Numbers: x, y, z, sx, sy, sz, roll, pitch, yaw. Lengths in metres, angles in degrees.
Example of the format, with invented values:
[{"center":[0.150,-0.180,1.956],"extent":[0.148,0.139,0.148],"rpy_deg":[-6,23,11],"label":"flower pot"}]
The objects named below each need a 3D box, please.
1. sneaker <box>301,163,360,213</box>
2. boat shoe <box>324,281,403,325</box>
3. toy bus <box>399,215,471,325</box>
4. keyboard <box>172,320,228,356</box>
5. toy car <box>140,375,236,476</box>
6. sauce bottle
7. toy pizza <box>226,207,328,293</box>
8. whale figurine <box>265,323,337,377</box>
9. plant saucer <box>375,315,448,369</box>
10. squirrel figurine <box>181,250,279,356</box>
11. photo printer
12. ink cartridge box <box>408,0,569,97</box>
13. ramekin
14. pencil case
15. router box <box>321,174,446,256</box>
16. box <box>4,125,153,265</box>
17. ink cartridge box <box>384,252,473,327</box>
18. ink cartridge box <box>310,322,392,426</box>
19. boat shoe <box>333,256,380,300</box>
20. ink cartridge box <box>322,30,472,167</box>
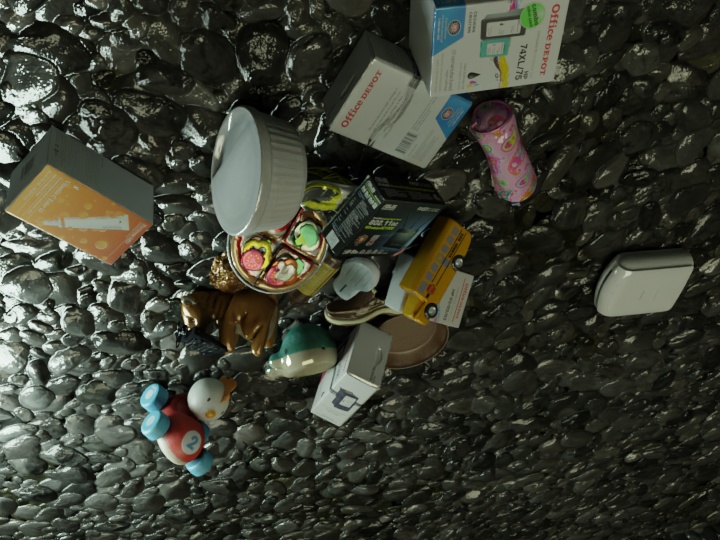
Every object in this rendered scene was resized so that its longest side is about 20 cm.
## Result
[{"center":[-0.046,-0.150,1.370],"extent":[0.074,0.086,0.198],"rpy_deg":[-42,153,24],"label":"sneaker"},{"center":[0.020,0.057,1.615],"extent":[0.198,0.075,0.076],"rpy_deg":[-12,128,-14],"label":"boat shoe"},{"center":[0.141,0.001,1.501],"extent":[0.078,0.065,0.203],"rpy_deg":[33,84,-26],"label":"toy bus"},{"center":[-0.317,0.143,1.463],"extent":[0.103,0.040,0.200],"rpy_deg":[35,160,-11],"label":"keyboard"},{"center":[-0.359,0.316,1.722],"extent":[0.198,0.178,0.185],"rpy_deg":[-36,123,6],"label":"toy car"},{"center":[-0.109,0.020,1.536],"extent":[0.064,0.066,0.200],"rpy_deg":[24,125,-35],"label":"sauce bottle"},{"center":[-0.147,-0.050,1.413],"extent":[0.196,0.032,0.205],"rpy_deg":[-8,112,-20],"label":"toy pizza"},{"center":[-0.137,0.181,1.693],"extent":[0.156,0.106,0.199],"rpy_deg":[0,163,-37],"label":"whale figurine"},{"center":[0.104,0.151,1.756],"extent":[0.195,0.037,0.203],"rpy_deg":[-7,138,-7],"label":"plant saucer"},{"center":[-0.253,0.057,1.501],"extent":[0.182,0.142,0.205],"rpy_deg":[13,100,4],"label":"squirrel figurine"},{"center":[0.634,0.029,1.746],"extent":[0.195,0.070,0.168],"rpy_deg":[-4,137,-11],"label":"photo printer"},{"center":[0.183,-0.370,1.136],"extent":[0.195,0.148,0.148],"rpy_deg":[-9,139,-6],"label":"ink cartridge box"},{"center":[-0.162,-0.158,1.241],"extent":[0.093,0.205,0.204],"rpy_deg":[0,138,-34],"label":"ramekin"},{"center":[0.258,-0.209,1.379],"extent":[0.086,0.089,0.201],"rpy_deg":[-23,139,10],"label":"pencil case"},{"center":[0.045,-0.096,1.401],"extent":[0.198,0.063,0.150],"rpy_deg":[-3,143,-51],"label":"router box"},{"center":[-0.457,-0.119,1.266],"extent":[0.124,0.099,0.199],"rpy_deg":[-37,134,24],"label":"box"},{"center":[0.159,0.045,1.595],"extent":[0.197,0.068,0.118],"rpy_deg":[16,93,-30],"label":"ink cartridge box"},{"center":[-0.020,0.227,1.687],"extent":[0.083,0.147,0.201],"rpy_deg":[27,138,-11],"label":"ink cartridge box"},{"center":[0.000,0.000,1.503],"extent":[0.067,0.074,0.199],"rpy_deg":[-43,-174,-23],"label":"boat shoe"},{"center":[0.058,-0.274,1.251],"extent":[0.197,0.085,0.146],"rpy_deg":[16,130,-30],"label":"ink cartridge box"}]
